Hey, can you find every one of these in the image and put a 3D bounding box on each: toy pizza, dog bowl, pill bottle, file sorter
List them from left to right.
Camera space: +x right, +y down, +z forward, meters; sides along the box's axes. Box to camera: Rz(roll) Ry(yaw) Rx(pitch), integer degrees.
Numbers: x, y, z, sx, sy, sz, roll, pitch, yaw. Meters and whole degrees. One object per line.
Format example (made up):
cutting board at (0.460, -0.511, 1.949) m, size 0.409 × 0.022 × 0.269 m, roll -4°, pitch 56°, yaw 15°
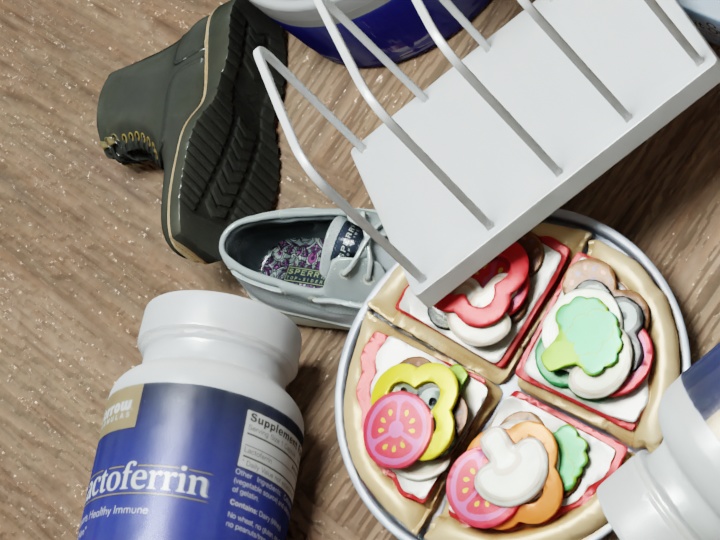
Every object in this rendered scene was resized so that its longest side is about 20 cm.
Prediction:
pill bottle at (-0.094, 0.120, 1.255) m, size 0.116 × 0.116 × 0.200 m, roll -10°, pitch 58°, yaw 36°
dog bowl at (0.012, -0.232, 1.405) m, size 0.200 × 0.079 × 0.200 m, roll -21°, pitch 53°, yaw 30°
file sorter at (0.059, -0.112, 1.172) m, size 0.200 × 0.125 × 0.139 m, roll -39°, pitch 38°, yaw 13°
toy pizza at (0.075, 0.058, 1.173) m, size 0.200 × 0.032 × 0.201 m, roll -8°, pitch 69°, yaw 21°
pill bottle at (0.210, 0.069, 1.032) m, size 0.200 × 0.111 × 0.111 m, roll -42°, pitch 45°, yaw 12°

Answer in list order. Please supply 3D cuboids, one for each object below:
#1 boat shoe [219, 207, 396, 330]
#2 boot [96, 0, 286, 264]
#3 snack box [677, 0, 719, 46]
boat shoe at (0.000, -0.001, 1.278) m, size 0.201 × 0.071 × 0.070 m, roll 3°, pitch 66°, yaw 39°
boot at (-0.124, -0.072, 1.435) m, size 0.138 × 0.077 × 0.200 m, roll -21°, pitch 40°, yaw 35°
snack box at (0.233, -0.186, 1.209) m, size 0.200 × 0.053 × 0.142 m, roll 32°, pitch 87°, yaw 47°
